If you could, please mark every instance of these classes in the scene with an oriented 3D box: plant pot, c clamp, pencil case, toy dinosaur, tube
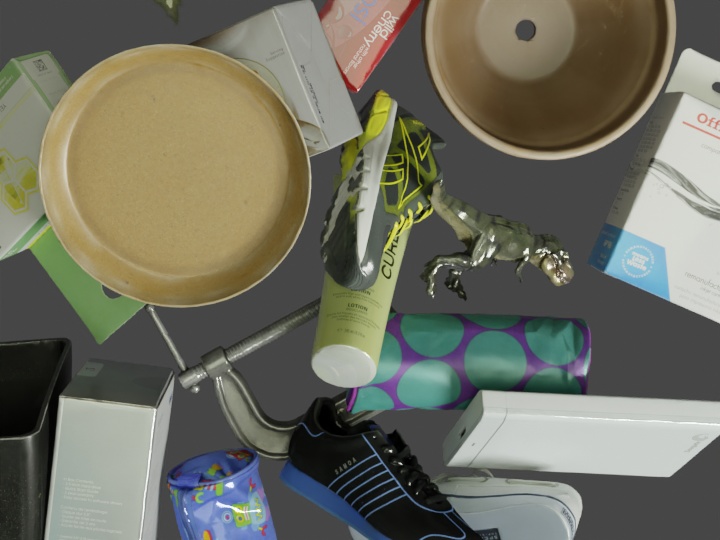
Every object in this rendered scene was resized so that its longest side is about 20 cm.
[{"bbox_3d":[0.143,-0.192,1.157,0.200,0.093,0.202,-1,99,-7],"label":"plant pot"},{"bbox_3d":[-0.057,0.070,1.214,0.199,0.027,0.172,-23,98,-1],"label":"c clamp"},{"bbox_3d":[-0.106,0.252,1.206,0.078,0.087,0.201,-7,98,31],"label":"pencil case"},{"bbox_3d":[0.092,-0.016,1.176,0.088,0.048,0.200,-47,139,18],"label":"toy dinosaur"},{"bbox_3d":[-0.135,-0.070,1.063,0.199,0.028,0.201,0,112,0],"label":"plant pot"},{"bbox_3d":[0.087,0.077,1.181,0.199,0.092,0.086,3,73,-7],"label":"pencil case"},{"bbox_3d":[-0.327,0.176,1.141,0.199,0.200,0.178,-5,109,-2],"label":"plant pot"},{"bbox_3d":[0.000,0.000,1.147,0.052,0.201,0.058,-21,128,30],"label":"tube"}]

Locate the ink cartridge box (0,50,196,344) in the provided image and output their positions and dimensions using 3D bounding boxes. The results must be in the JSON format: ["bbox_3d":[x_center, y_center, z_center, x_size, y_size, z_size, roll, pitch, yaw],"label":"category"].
[{"bbox_3d":[-0.238,-0.049,1.132,0.145,0.048,0.200,-38,85,36],"label":"ink cartridge box"}]

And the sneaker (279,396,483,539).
[{"bbox_3d":[0.023,0.171,1.160,0.199,0.070,0.078,25,99,28],"label":"sneaker"}]

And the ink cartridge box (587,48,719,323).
[{"bbox_3d":[0.284,-0.072,1.194,0.115,0.068,0.201,22,95,-6],"label":"ink cartridge box"}]

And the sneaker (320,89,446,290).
[{"bbox_3d":[0.026,-0.061,1.135,0.084,0.201,0.075,23,138,-14],"label":"sneaker"}]

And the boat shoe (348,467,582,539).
[{"bbox_3d":[0.092,0.201,1.217,0.201,0.086,0.075,-10,104,28],"label":"boat shoe"}]

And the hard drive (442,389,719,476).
[{"bbox_3d":[0.179,0.135,1.177,0.199,0.132,0.027,3,64,-10],"label":"hard drive"}]

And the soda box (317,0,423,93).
[{"bbox_3d":[0.029,-0.240,1.160,0.063,0.070,0.200,35,94,-6],"label":"soda box"}]

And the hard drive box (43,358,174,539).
[{"bbox_3d":[-0.202,0.185,1.158,0.076,0.156,0.201,8,96,-3],"label":"hard drive box"}]

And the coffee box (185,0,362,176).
[{"bbox_3d":[-0.115,-0.121,1.126,0.199,0.080,0.115,-18,98,24],"label":"coffee box"}]
